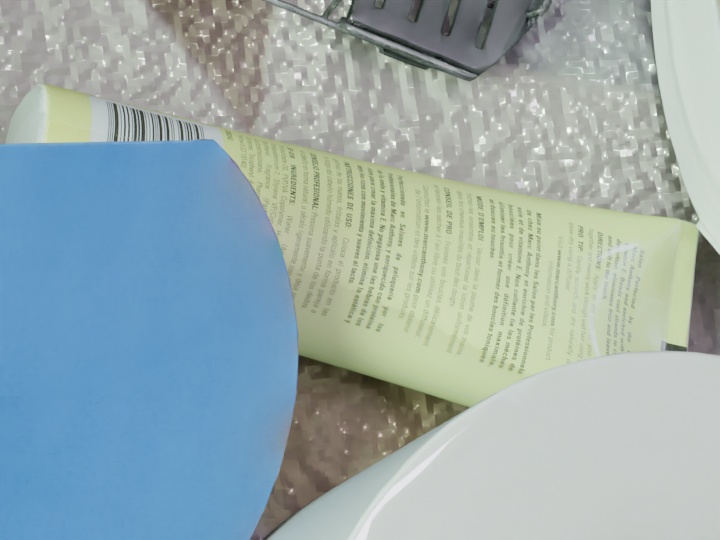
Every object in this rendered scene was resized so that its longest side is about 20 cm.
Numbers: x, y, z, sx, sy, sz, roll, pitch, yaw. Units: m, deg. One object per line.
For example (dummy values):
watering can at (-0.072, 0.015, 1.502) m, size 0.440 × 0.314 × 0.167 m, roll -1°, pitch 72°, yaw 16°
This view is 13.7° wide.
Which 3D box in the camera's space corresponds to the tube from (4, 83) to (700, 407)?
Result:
tube at (0.000, 0.000, 0.813) m, size 0.200 × 0.052 × 0.058 m, roll 14°, pitch 109°, yaw -17°

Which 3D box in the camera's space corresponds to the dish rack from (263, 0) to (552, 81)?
dish rack at (-0.022, -0.146, 0.838) m, size 0.200 × 0.055 × 0.154 m, roll 22°, pitch 71°, yaw -12°

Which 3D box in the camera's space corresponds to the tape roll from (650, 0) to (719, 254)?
tape roll at (0.146, -0.091, 0.800) m, size 0.071 × 0.202 × 0.203 m, roll 0°, pitch 76°, yaw -18°

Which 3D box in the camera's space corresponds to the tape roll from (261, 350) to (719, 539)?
tape roll at (0.058, 0.132, 0.745) m, size 0.202 × 0.139 × 0.203 m, roll 4°, pitch 75°, yaw -16°

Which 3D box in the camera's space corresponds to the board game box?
board game box at (-0.113, 0.036, 0.740) m, size 0.200 × 0.039 × 0.158 m, roll -3°, pitch 115°, yaw -29°
